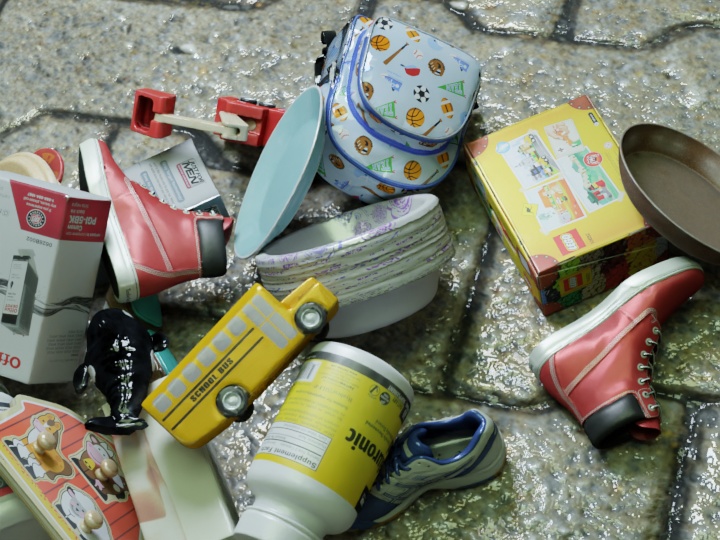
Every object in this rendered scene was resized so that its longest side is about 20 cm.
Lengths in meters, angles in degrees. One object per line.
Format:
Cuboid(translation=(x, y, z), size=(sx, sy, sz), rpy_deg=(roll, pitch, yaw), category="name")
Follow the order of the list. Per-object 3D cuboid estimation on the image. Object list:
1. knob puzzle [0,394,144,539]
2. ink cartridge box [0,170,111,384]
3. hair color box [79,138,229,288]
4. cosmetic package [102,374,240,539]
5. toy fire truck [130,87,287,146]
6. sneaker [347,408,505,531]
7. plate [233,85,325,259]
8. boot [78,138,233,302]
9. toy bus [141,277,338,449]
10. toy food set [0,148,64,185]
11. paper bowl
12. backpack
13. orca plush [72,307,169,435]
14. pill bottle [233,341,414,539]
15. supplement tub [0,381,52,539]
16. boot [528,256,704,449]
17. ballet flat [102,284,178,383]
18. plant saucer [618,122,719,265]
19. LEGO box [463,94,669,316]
Cuboid(translation=(-0.271, 0.195, 1.583), size=(0.030, 0.220, 0.220), rpy_deg=(-41, 51, 18), category="knob puzzle")
Cuboid(translation=(-0.357, 0.005, 1.678), size=(0.147, 0.083, 0.200), rpy_deg=(14, 95, 24), category="ink cartridge box")
Cuboid(translation=(-0.258, -0.059, 1.830), size=(0.200, 0.061, 0.099), rpy_deg=(-26, 54, -5), category="hair color box")
Cuboid(translation=(-0.177, 0.216, 1.589), size=(0.087, 0.103, 0.200), rpy_deg=(-23, 52, -2), category="cosmetic package")
Cuboid(translation=(-0.142, -0.165, 1.833), size=(0.200, 0.141, 0.049), rpy_deg=(15, 104, 22), category="toy fire truck")
Cuboid(translation=(0.041, 0.185, 1.570), size=(0.200, 0.088, 0.075), rpy_deg=(-23, 55, -2), category="sneaker")
Cuboid(translation=(-0.079, -0.100, 1.708), size=(0.026, 0.200, 0.200), rpy_deg=(23, 54, -18), category="plate")
Cuboid(translation=(-0.220, -0.067, 1.749), size=(0.144, 0.072, 0.200), rpy_deg=(-15, 62, -18), category="boot")
Cuboid(translation=(-0.110, 0.083, 1.536), size=(0.078, 0.065, 0.200), rpy_deg=(42, 84, 8), category="toy bus")
Cuboid(translation=(-0.382, -0.038, 1.794), size=(0.200, 0.049, 0.198), rpy_deg=(-2, 78, 46), category="toy food set")
Cuboid(translation=(0.000, 0.000, 1.667), size=(0.200, 0.104, 0.201), rpy_deg=(-19, 11, 4), category="paper bowl")
Cuboid(translation=(0.036, -0.168, 1.762), size=(0.200, 0.154, 0.191), rpy_deg=(20, 70, -9), category="backpack")
Cuboid(translation=(-0.255, 0.085, 1.609), size=(0.105, 0.071, 0.200), rpy_deg=(-17, 32, 15), category="orca plush")
Cuboid(translation=(-0.038, 0.177, 1.511), size=(0.111, 0.111, 0.200), rpy_deg=(19, 68, 24), category="pill bottle")
Cuboid(translation=(-0.377, 0.210, 1.614), size=(0.140, 0.140, 0.200), rpy_deg=(-31, 54, -10), category="supplement tub")
Cuboid(translation=(0.286, 0.086, 1.597), size=(0.200, 0.072, 0.144), rpy_deg=(-36, 55, -4), category="boot")
Cuboid(translation=(-0.243, 0.075, 1.738), size=(0.072, 0.068, 0.200), rpy_deg=(-34, 56, 13), category="ballet flat")
Cuboid(translation=(0.341, -0.072, 1.659), size=(0.200, 0.034, 0.200), rpy_deg=(23, 37, -18), category="plant saucer")
Cuboid(translation=(0.217, -0.072, 1.718), size=(0.149, 0.077, 0.200), rpy_deg=(-22, 54, -3), category="LEGO box")
